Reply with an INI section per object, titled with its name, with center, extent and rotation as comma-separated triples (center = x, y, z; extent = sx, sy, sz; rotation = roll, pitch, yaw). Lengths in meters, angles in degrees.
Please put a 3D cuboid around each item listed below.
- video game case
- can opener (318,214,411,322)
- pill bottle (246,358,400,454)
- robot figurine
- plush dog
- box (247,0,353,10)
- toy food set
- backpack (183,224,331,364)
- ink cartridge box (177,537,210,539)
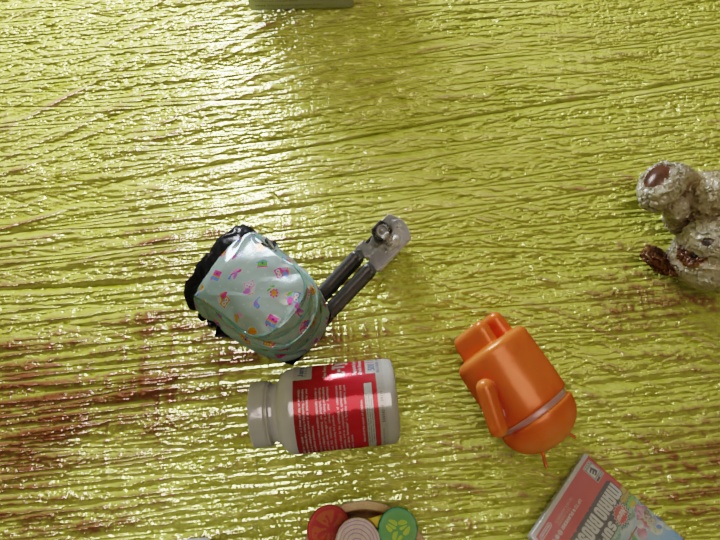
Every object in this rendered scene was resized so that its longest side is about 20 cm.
[video game case]
center = 0.336, 0.365, 0.720
extent = 0.199, 0.018, 0.143
rotation = 41, 67, 17
[can opener]
center = 0.000, 0.000, 0.844
extent = 0.053, 0.067, 0.200
rotation = 44, 92, 12
[pill bottle]
center = -0.048, 0.186, 0.751
extent = 0.195, 0.113, 0.115
rotation = -6, 73, -1
[robot figurine]
center = 0.211, 0.160, 0.754
extent = 0.116, 0.144, 0.202
rotation = -36, 76, 7
[plush dog]
center = 0.515, -0.059, 0.825
extent = 0.196, 0.159, 0.176
rotation = 8, 86, 32
[box]
center = -0.109, -0.588, 0.975
extent = 0.195, 0.131, 0.204
rotation = -1, 73, 0
[toy food set]
center = 0.001, 0.403, 0.718
extent = 0.195, 0.049, 0.202
rotation = -13, 73, -3
[backpack]
center = -0.141, 0.040, 0.777
extent = 0.198, 0.127, 0.168
rotation = 32, 81, 25
[ink cartridge box]
center = -0.174, 0.430, 0.639
extent = 0.196, 0.145, 0.150
rotation = 18, 74, 22
